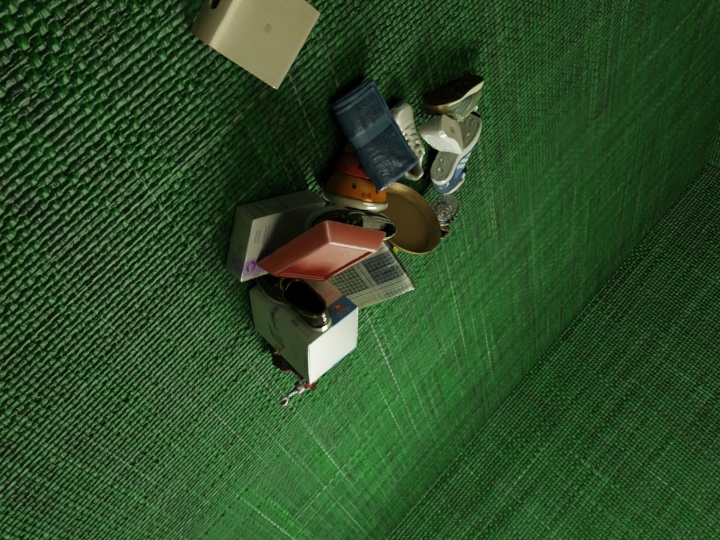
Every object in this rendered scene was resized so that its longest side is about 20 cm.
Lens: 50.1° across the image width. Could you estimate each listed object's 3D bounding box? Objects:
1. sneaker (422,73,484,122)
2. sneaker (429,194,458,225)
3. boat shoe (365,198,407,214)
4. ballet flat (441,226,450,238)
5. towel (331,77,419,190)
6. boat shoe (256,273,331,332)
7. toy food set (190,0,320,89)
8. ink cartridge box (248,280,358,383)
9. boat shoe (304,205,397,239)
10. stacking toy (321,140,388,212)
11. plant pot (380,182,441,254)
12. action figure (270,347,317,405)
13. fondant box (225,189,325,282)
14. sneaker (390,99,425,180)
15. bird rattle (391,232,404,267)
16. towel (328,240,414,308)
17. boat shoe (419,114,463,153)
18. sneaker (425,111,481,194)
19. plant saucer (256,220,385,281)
[{"bbox_3d":[0.216,-0.377,1.777,0.199,0.066,0.091,-35,141,-35],"label":"sneaker"},{"bbox_3d":[0.165,-0.130,1.946,0.198,0.087,0.076,-34,106,-21],"label":"sneaker"},{"bbox_3d":[0.092,-0.141,1.856,0.200,0.064,0.076,-16,135,-48],"label":"boat shoe"},{"bbox_3d":[0.178,-0.098,2.045,0.198,0.046,0.069,-12,131,-50],"label":"ballet flat"},{"bbox_3d":[0.029,-0.269,1.534,0.111,0.048,0.202,-38,108,-22],"label":"towel"},{"bbox_3d":[-0.138,0.043,1.579,0.072,0.200,0.061,-43,156,-26],"label":"boat shoe"},{"bbox_3d":[-0.164,-0.397,1.233,0.198,0.060,0.145,21,105,-52],"label":"toy food set"},{"bbox_3d":[-0.123,0.104,1.671,0.146,0.199,0.146,-35,149,-27],"label":"ink cartridge box"},{"bbox_3d":[-0.018,-0.092,1.580,0.196,0.063,0.073,-4,107,-26],"label":"boat shoe"},{"bbox_3d":[0.002,-0.233,1.602,0.145,0.144,0.205,-4,108,-53],"label":"stacking toy"},{"bbox_3d":[0.097,-0.117,1.772,0.198,0.202,0.028,-20,160,-43],"label":"plant pot"},{"bbox_3d":[-0.134,0.217,1.772,0.146,0.200,0.137,-10,121,-26],"label":"action figure"},{"bbox_3d":[-0.171,-0.073,1.558,0.198,0.058,0.147,-19,136,-44],"label":"fondant box"},{"bbox_3d":[0.104,-0.288,1.701,0.076,0.080,0.202,-39,147,-19],"label":"sneaker"},{"bbox_3d":[0.014,-0.043,1.807,0.163,0.197,0.115,41,45,-32],"label":"bird rattle"},{"bbox_3d":[0.000,0.000,1.746,0.196,0.035,0.194,-20,127,24],"label":"towel"},{"bbox_3d":[0.186,-0.304,1.758,0.199,0.067,0.074,-9,90,-68],"label":"boat shoe"},{"bbox_3d":[0.239,-0.284,1.919,0.203,0.080,0.146,-60,164,-3],"label":"sneaker"},{"bbox_3d":[-0.072,-0.029,1.533,0.197,0.037,0.198,-29,160,33],"label":"plant saucer"}]
